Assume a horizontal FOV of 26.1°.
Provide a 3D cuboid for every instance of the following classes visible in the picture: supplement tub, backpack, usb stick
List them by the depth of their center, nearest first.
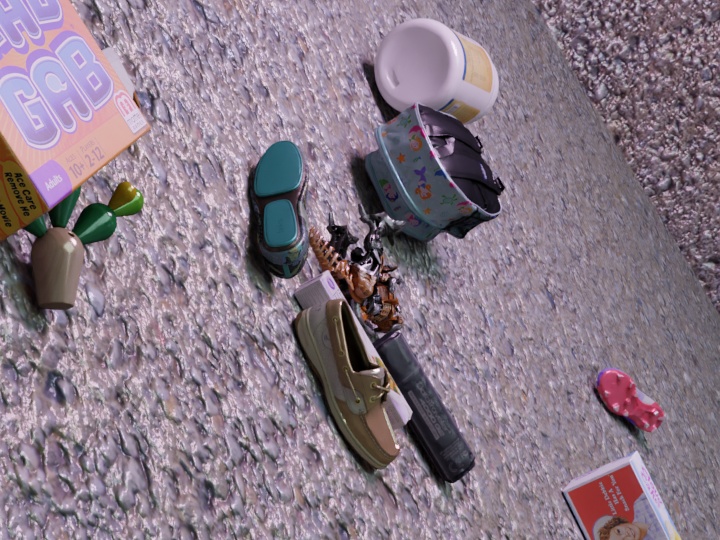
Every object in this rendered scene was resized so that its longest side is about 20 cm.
[{"bbox_3d":[0.075,0.167,1.903,0.055,0.033,0.201,-35,100,-24],"label":"usb stick"},{"bbox_3d":[0.095,-0.137,2.165,0.179,0.150,0.200,66,14,17],"label":"backpack"},{"bbox_3d":[0.123,-0.301,2.407,0.200,0.144,0.146,9,56,-64],"label":"supplement tub"}]

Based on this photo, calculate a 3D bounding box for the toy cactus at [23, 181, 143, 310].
[{"bbox_3d":[-0.271,-0.050,1.350,0.200,0.101,0.167,25,60,-60],"label":"toy cactus"}]

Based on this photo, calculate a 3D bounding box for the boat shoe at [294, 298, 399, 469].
[{"bbox_3d":[-0.003,0.126,1.748,0.201,0.066,0.074,62,22,-2],"label":"boat shoe"}]

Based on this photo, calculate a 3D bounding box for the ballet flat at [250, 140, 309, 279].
[{"bbox_3d":[-0.090,-0.066,1.800,0.074,0.074,0.201,47,28,-33],"label":"ballet flat"}]

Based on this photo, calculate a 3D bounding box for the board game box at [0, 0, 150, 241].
[{"bbox_3d":[-0.316,-0.114,1.143,0.201,0.199,0.200,58,22,-11],"label":"board game box"}]

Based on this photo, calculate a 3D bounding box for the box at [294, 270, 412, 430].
[{"bbox_3d":[-0.007,0.097,1.809,0.201,0.041,0.039,59,21,-8],"label":"box"}]

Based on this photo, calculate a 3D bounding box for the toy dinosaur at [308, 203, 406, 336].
[{"bbox_3d":[0.000,0.000,1.881,0.200,0.101,0.137,68,25,-58],"label":"toy dinosaur"}]

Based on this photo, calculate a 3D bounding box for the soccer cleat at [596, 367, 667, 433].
[{"bbox_3d":[0.460,0.221,2.714,0.200,0.067,0.076,36,2,-39],"label":"soccer cleat"}]

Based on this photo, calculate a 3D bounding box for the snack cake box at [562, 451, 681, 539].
[{"bbox_3d":[0.396,0.384,2.286,0.201,0.114,0.067,64,21,2],"label":"snack cake box"}]

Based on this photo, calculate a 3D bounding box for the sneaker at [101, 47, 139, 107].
[{"bbox_3d":[-0.258,-0.158,1.495,0.085,0.072,0.200,56,21,-9],"label":"sneaker"}]
